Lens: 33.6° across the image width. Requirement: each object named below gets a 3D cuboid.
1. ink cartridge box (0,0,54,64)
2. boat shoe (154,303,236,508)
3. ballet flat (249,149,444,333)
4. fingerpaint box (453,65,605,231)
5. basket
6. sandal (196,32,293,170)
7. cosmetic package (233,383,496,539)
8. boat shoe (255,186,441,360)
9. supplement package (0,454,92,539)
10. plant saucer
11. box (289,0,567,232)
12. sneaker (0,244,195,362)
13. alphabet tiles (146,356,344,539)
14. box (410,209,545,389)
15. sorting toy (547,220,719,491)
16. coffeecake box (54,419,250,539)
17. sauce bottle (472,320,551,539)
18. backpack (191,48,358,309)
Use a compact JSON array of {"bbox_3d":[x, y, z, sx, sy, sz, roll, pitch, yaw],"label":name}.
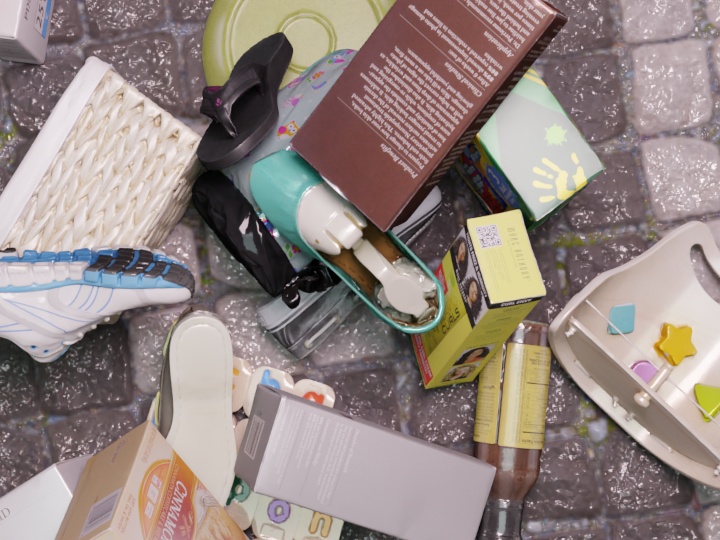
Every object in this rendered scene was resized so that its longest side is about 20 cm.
[{"bbox_3d":[-0.303,-0.300,1.038,0.044,0.176,0.203,8,86,1],"label":"ink cartridge box"},{"bbox_3d":[-0.144,0.130,1.040,0.071,0.060,0.205,3,104,-13],"label":"boat shoe"},{"bbox_3d":[-0.001,-0.021,0.930,0.200,0.070,0.068,43,85,-24],"label":"ballet flat"},{"bbox_3d":[0.113,-0.115,1.003,0.073,0.200,0.168,-35,86,-1],"label":"fingerpaint box"},{"bbox_3d":[-0.225,-0.061,1.040,0.123,0.136,0.201,32,87,0],"label":"basket"},{"bbox_3d":[-0.104,-0.149,0.992,0.075,0.202,0.048,-26,120,21],"label":"sandal"},{"bbox_3d":[0.002,0.168,1.005,0.198,0.107,0.091,18,85,-17],"label":"cosmetic package"},{"bbox_3d":[0.000,0.000,1.069,0.199,0.072,0.071,-38,104,0],"label":"boat shoe"},{"bbox_3d":[-0.245,0.277,1.018,0.120,0.120,0.201,-32,85,-1],"label":"supplement package"},{"bbox_3d":[-0.049,-0.206,1.099,0.197,0.031,0.203,0,85,0],"label":"plant saucer"},{"bbox_3d":[0.050,-0.137,0.874,0.100,0.075,0.201,42,106,8],"label":"box"},{"bbox_3d":[-0.229,0.028,0.948,0.197,0.075,0.088,-1,106,0],"label":"sneaker"},{"bbox_3d":[-0.105,0.184,1.075,0.197,0.015,0.198,16,86,3],"label":"alphabet tiles"},{"bbox_3d":[0.090,0.029,0.985,0.049,0.200,0.076,-9,69,-16],"label":"box"},{"bbox_3d":[0.284,0.058,1.042,0.200,0.107,0.180,43,80,4],"label":"sorting toy"},{"bbox_3d":[-0.149,0.248,0.961,0.073,0.154,0.201,-32,109,14],"label":"coffeecake box"},{"bbox_3d":[0.129,0.145,1.050,0.064,0.065,0.203,7,86,2],"label":"sauce bottle"},{"bbox_3d":[-0.039,-0.087,1.011,0.199,0.167,0.127,-40,128,-6],"label":"backpack"}]
